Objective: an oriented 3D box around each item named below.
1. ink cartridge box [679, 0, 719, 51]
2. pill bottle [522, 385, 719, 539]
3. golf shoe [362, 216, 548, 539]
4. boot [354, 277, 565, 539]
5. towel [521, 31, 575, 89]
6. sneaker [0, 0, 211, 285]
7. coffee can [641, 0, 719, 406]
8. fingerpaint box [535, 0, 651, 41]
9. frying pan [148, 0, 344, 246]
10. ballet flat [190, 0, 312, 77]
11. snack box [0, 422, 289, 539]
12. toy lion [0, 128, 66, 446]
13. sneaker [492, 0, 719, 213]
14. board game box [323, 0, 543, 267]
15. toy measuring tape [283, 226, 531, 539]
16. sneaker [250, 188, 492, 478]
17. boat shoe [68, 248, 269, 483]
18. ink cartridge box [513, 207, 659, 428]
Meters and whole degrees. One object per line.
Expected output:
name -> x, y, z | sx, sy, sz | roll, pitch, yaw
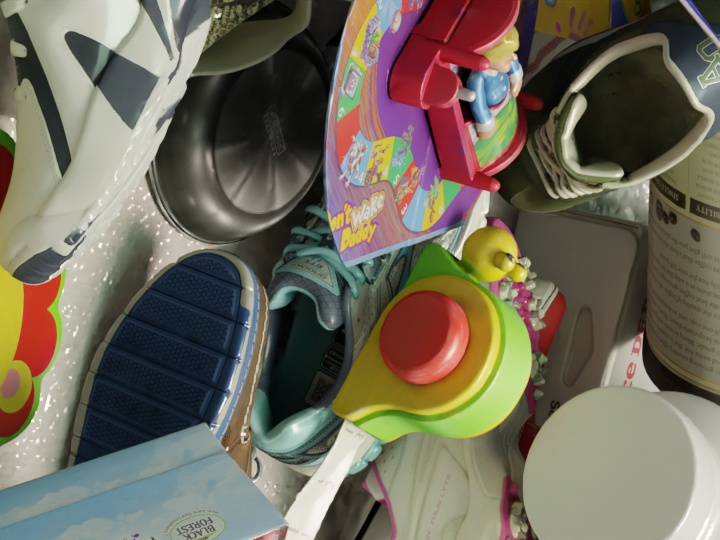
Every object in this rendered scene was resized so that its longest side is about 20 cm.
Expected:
ink cartridge box -> 0.071, -0.194, 0.772 | 0.043, 0.200, 0.198 | -39, 142, 12
pill bottle -> 0.157, 0.123, 0.958 | 0.200, 0.112, 0.113 | 35, 74, -53
golf shoe -> 0.042, 0.071, 0.967 | 0.075, 0.091, 0.201 | 39, 50, -59
boot -> 0.091, 0.115, 1.034 | 0.201, 0.144, 0.072 | -62, -179, -10
towel -> 0.116, -0.179, 1.069 | 0.146, 0.030, 0.201 | -35, 128, -40
sneaker -> -0.121, -0.106, 0.737 | 0.200, 0.129, 0.080 | -64, 179, 13
coffee can -> 0.214, -0.041, 0.994 | 0.146, 0.146, 0.201 | -33, 130, -42
fingerpaint box -> 0.156, -0.228, 1.019 | 0.166, 0.073, 0.201 | -19, 118, -42
frying pan -> -0.026, -0.072, 0.927 | 0.190, 0.031, 0.115 | -16, 117, -47
ballet flat -> -0.032, -0.132, 0.817 | 0.200, 0.068, 0.075 | -34, 132, -2
snack box -> -0.127, 0.170, 0.760 | 0.168, 0.068, 0.201 | -17, 139, -34
toy lion -> -0.184, 0.001, 0.724 | 0.192, 0.068, 0.201 | -46, 134, -43
sneaker -> 0.107, -0.068, 0.903 | 0.090, 0.200, 0.067 | -38, 94, -41
board game box -> 0.050, -0.080, 0.843 | 0.200, 0.039, 0.159 | -19, 123, -61
toy measuring tape -> 0.023, 0.072, 0.891 | 0.074, 0.073, 0.201 | 35, 82, -51
sneaker -> 0.000, 0.000, 0.926 | 0.086, 0.077, 0.201 | 16, 90, -63
boat shoe -> -0.084, 0.087, 0.875 | 0.072, 0.072, 0.201 | 15, 99, -58
ink cartridge box -> 0.158, 0.053, 1.152 | 0.200, 0.087, 0.146 | 15, 89, -54
